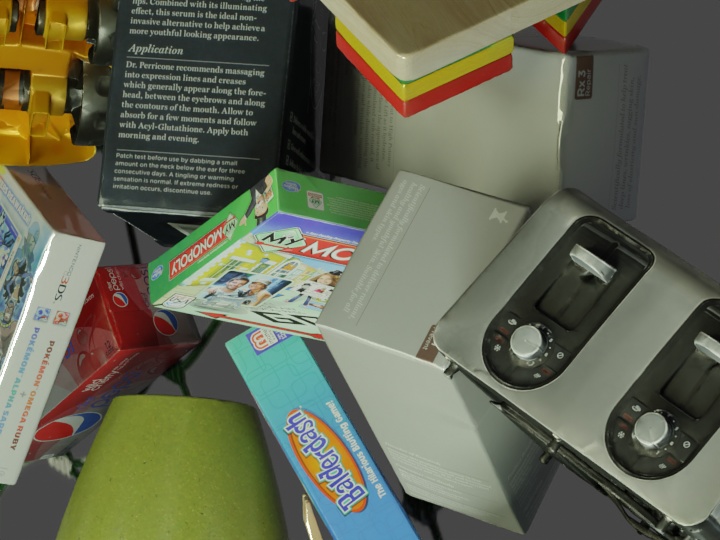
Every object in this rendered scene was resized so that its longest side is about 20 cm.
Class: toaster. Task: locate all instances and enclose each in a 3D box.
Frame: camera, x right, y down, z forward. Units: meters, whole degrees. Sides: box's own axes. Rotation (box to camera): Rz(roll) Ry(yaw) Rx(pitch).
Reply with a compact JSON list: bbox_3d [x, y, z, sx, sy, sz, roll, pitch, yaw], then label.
[{"bbox_3d":[0.159,0.071,1.469,0.181,0.200,0.119,36,87,32],"label":"toaster"}]

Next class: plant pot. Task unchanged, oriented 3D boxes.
[{"bbox_3d":[-0.118,0.183,1.860,0.187,0.187,0.200,-7,76,50],"label":"plant pot"}]

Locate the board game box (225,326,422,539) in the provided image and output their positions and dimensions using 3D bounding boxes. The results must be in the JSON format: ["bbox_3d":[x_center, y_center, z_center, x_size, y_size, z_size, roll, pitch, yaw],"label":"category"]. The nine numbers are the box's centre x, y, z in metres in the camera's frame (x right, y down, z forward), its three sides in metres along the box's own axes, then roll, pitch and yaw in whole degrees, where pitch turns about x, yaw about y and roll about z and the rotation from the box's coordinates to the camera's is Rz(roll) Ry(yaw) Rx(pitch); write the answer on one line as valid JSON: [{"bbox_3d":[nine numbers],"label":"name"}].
[{"bbox_3d":[-0.002,0.137,1.729,0.200,0.045,0.152,59,178,26],"label":"board game box"}]

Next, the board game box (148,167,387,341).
[{"bbox_3d":[0.000,0.000,1.650,0.135,0.200,0.029,-34,52,48],"label":"board game box"}]

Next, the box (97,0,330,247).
[{"bbox_3d":[-0.076,-0.119,1.705,0.107,0.148,0.200,5,83,10],"label":"box"}]

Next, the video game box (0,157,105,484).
[{"bbox_3d":[-0.249,0.019,1.977,0.200,0.047,0.182,47,121,56],"label":"video game box"}]

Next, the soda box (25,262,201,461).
[{"bbox_3d":[-0.193,0.065,1.990,0.200,0.070,0.063,-39,64,46],"label":"soda box"}]

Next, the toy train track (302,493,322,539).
[{"bbox_3d":[-0.024,0.203,1.757,0.200,0.033,0.115,-128,20,-79],"label":"toy train track"}]

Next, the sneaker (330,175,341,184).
[{"bbox_3d":[-0.090,-0.052,1.849,0.200,0.077,0.085,27,123,46],"label":"sneaker"}]

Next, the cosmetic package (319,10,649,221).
[{"bbox_3d":[0.067,-0.089,1.656,0.200,0.074,0.102,17,108,45],"label":"cosmetic package"}]

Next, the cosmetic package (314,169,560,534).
[{"bbox_3d":[0.056,0.046,1.575,0.090,0.107,0.200,17,154,28],"label":"cosmetic package"}]

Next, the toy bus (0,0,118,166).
[{"bbox_3d":[-0.220,-0.191,1.910,0.200,0.136,0.192,112,160,-56],"label":"toy bus"}]

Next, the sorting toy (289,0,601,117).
[{"bbox_3d":[0.052,-0.182,1.579,0.200,0.199,0.070,48,154,37],"label":"sorting toy"}]
